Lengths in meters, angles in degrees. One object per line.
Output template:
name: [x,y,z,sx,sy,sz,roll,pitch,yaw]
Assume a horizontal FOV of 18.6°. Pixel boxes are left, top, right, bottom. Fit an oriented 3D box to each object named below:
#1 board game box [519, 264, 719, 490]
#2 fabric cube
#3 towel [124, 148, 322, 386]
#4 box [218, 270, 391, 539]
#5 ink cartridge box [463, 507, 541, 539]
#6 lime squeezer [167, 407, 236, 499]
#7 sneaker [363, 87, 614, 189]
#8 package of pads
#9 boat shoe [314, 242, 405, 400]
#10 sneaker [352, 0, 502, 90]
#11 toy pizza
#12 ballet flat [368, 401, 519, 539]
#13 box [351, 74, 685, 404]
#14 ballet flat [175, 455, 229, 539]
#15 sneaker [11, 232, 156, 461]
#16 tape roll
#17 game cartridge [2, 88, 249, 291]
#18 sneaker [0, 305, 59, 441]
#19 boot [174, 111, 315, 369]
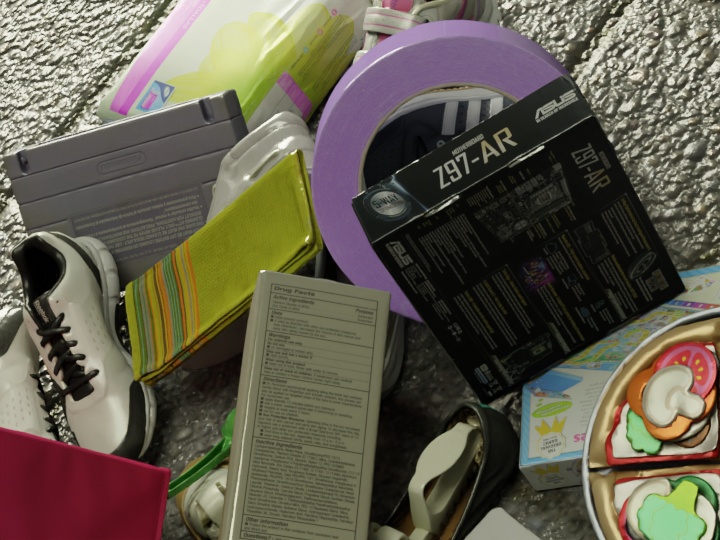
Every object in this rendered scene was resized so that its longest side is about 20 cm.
board game box: [0.205,0.066,1.455,0.199,0.034,0.135,-11,52,22]
fabric cube: [-0.272,0.206,1.445,0.196,0.199,0.201,-4,73,42]
towel: [-0.102,-0.001,1.559,0.200,0.018,0.086,-38,53,35]
box: [-0.038,0.109,1.441,0.094,0.078,0.201,10,60,-5]
ink cartridge box: [0.064,0.260,1.365,0.200,0.068,0.116,-46,50,-9]
lime squeezer: [-0.076,0.089,1.556,0.038,0.071,0.201,20,68,19]
sneaker: [0.088,-0.076,1.560,0.199,0.070,0.109,-18,46,-27]
package of pads: [-0.095,-0.167,1.770,0.154,0.068,0.200,22,69,38]
boat shoe: [-0.002,0.001,1.596,0.074,0.065,0.203,-8,54,24]
sneaker: [0.030,-0.167,1.677,0.081,0.088,0.200,10,56,34]
toy pizza: [0.230,0.116,1.368,0.199,0.032,0.201,-7,72,23]
ballet flat: [0.035,0.170,1.448,0.068,0.068,0.201,15,65,34]
box: [0.105,-0.015,1.411,0.160,0.200,0.044,-31,48,6]
ballet flat: [-0.077,0.179,1.506,0.069,0.063,0.200,-43,47,-4]
sneaker: [-0.212,0.060,1.627,0.074,0.080,0.201,-32,61,21]
tape roll: [0.066,-0.066,1.498,0.199,0.201,0.066,-27,13,8]
game cartridge: [-0.168,-0.054,1.695,0.199,0.130,0.038,-13,14,21]
sneaker: [-0.256,0.118,1.656,0.080,0.074,0.201,-3,60,13]
boot: [-0.086,-0.023,1.621,0.200,0.073,0.096,-49,40,27]
